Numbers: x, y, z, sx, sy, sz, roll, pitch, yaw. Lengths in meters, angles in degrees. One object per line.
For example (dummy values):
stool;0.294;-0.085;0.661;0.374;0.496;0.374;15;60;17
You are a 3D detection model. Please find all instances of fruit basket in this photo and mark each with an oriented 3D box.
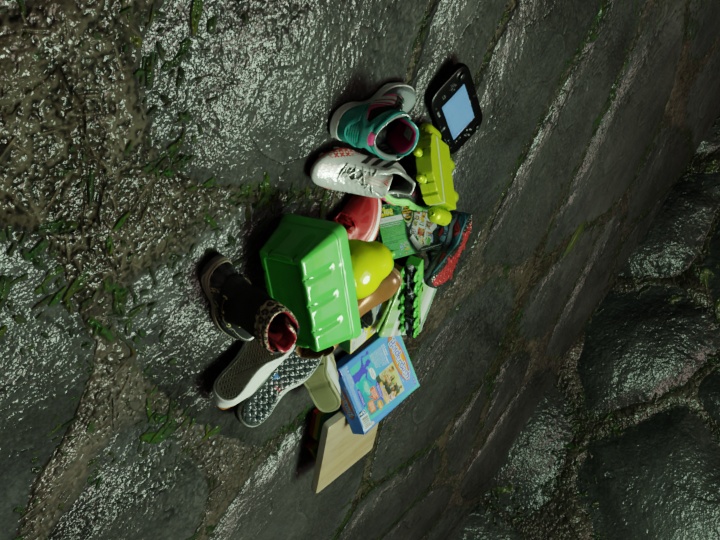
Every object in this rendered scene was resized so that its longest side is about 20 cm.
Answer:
fruit basket;-0.047;0.005;1.278;0.214;0.153;0.222;-21;117;-51

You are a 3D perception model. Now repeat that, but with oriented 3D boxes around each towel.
towel;0.101;0.065;1.667;0.199;0.030;0.153;4;108;-62

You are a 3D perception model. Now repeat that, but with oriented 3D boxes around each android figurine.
android figurine;0.138;-0.178;1.461;0.199;0.040;0.188;4;79;-68

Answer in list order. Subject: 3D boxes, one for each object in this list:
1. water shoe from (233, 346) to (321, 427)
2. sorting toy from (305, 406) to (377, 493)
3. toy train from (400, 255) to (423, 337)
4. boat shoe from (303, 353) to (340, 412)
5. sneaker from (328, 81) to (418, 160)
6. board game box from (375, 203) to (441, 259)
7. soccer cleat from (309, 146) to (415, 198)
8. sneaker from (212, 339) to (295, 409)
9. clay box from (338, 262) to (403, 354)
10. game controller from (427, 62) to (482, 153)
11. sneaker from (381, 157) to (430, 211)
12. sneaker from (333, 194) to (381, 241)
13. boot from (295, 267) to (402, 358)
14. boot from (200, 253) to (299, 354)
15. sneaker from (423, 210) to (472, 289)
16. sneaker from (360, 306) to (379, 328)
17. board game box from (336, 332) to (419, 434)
water shoe;-0.154;0.190;1.424;0.200;0.078;0.072;-44;109;-20
sorting toy;-0.043;0.355;1.759;0.198;0.069;0.203;-29;140;-44
toy train;0.105;0.055;1.591;0.203;0.041;0.057;87;28;-45
boat shoe;-0.087;0.177;1.516;0.069;0.073;0.204;-92;170;-55
sneaker;0.055;-0.242;1.284;0.198;0.120;0.085;-33;144;-39
board game box;0.088;-0.082;1.537;0.198;0.023;0.108;-14;94;-52
soccer cleat;0.006;-0.155;1.302;0.197;0.085;0.070;0;120;-42
sneaker;-0.183;0.157;1.362;0.200;0.073;0.085;-42;172;-30
clay box;0.029;0.066;1.618;0.199;0.047;0.117;-39;147;-36
game controller;0.182;-0.305;1.511;0.105;0.042;0.200;-54;151;-9
sneaker;0.092;-0.163;1.468;0.198;0.076;0.085;-3;124;-59
sneaker;-0.040;-0.055;1.359;0.115;0.077;0.204;11;106;-62
boot;-0.020;0.077;1.374;0.198;0.074;0.156;-32;-164;38
boot;-0.160;0.076;1.212;0.073;0.149;0.202;-43;149;-23
sneaker;0.165;-0.046;1.668;0.202;0.093;0.080;-59;154;-34
sneaker;0.000;0.000;1.478;0.086;0.076;0.205;-49;140;-56
board game box;0.031;0.230;1.697;0.198;0.044;0.155;-32;106;-41
